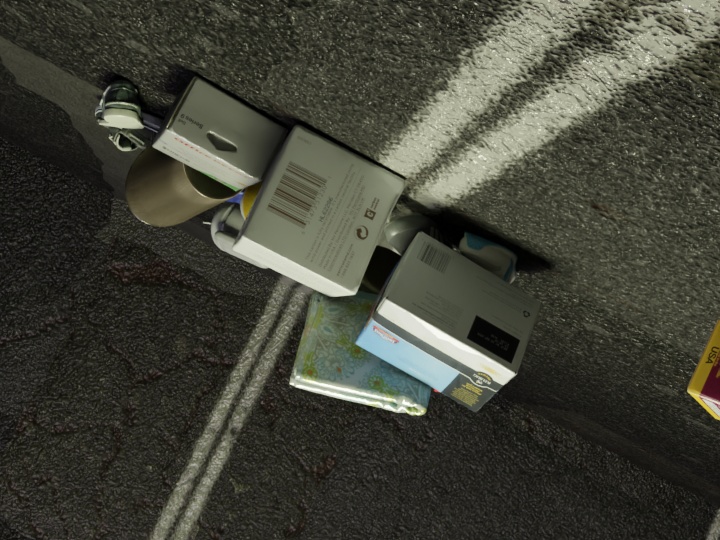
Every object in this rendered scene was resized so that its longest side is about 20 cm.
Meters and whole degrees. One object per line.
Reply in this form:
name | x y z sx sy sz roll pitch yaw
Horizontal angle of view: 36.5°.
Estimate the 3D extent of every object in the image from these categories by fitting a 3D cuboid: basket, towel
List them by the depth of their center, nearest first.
towel | 0.010 0.112 1.552 0.199 0.172 0.048 12 143 3
basket | -0.260 -0.155 1.710 0.136 0.180 0.200 56 153 -15

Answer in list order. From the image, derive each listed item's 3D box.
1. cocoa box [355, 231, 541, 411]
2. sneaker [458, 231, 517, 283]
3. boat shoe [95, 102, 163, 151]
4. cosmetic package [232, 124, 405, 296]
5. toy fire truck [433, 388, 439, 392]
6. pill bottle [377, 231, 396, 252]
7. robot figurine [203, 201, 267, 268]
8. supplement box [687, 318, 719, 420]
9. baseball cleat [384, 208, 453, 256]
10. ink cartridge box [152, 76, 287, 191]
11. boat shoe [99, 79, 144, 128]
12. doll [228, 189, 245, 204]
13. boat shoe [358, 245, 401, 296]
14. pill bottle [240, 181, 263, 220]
cocoa box | 0.119 0.072 1.486 0.199 0.134 0.131 30 144 -3
sneaker | 0.175 0.008 1.547 0.076 0.081 0.200 24 167 23
boat shoe | -0.403 -0.242 1.877 0.199 0.071 0.072 20 170 43
cosmetic package | -0.061 -0.074 1.474 0.166 0.168 0.200 26 174 -8
toy fire truck | 0.194 0.128 1.836 0.049 0.142 0.199 -4 -179 39
pill bottle | -0.007 -0.027 1.814 0.199 0.114 0.114 21 171 39
robot figurine | -0.225 -0.077 2.237 0.199 0.114 0.169 24 -160 26
supplement box | 0.506 0.148 1.270 0.199 0.104 0.131 22 171 38
baseball cleat | 0.100 -0.017 1.565 0.069 0.107 0.200 -26 157 20
ink cartridge box | -0.199 -0.184 1.509 0.145 0.088 0.200 28 174 -14
boat shoe | -0.381 -0.263 1.743 0.072 0.062 0.200 3 -179 -12
doll | -0.170 -0.114 2.044 0.199 0.049 0.136 23 167 -18
boat shoe | -0.001 0.002 1.620 0.199 0.074 0.063 19 151 -6
pill bottle | -0.121 -0.101 1.711 0.112 0.113 0.200 30 172 -23
